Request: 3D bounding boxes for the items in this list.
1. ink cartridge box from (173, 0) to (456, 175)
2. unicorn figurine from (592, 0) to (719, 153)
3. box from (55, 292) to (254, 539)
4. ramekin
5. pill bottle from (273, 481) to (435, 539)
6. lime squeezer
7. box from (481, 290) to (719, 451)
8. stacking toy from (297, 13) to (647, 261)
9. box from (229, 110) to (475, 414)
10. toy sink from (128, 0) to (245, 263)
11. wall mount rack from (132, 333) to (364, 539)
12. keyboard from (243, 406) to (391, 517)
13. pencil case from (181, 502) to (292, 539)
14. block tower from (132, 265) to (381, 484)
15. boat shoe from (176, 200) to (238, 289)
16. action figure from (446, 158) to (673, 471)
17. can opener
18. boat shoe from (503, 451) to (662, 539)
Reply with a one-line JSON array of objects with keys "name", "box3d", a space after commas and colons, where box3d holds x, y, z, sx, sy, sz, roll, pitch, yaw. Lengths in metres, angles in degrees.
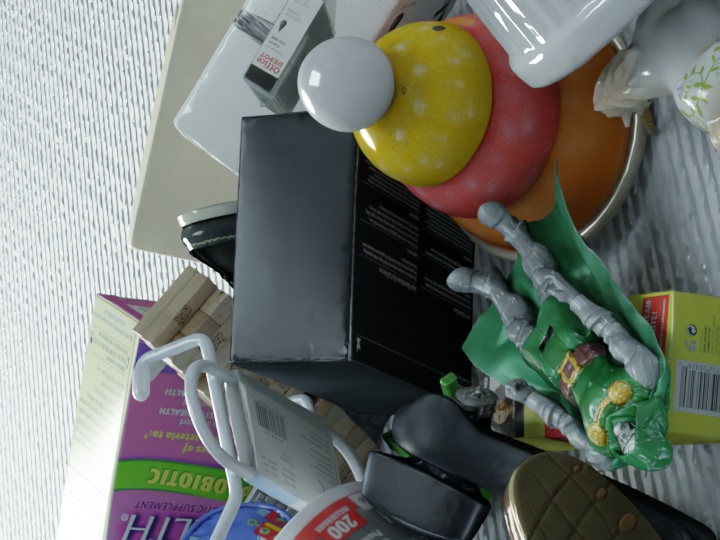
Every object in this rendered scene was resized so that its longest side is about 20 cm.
[{"name": "ink cartridge box", "box3d": [-0.007, -0.154, 1.595, 0.201, 0.083, 0.147, -57, -10, 26]}, {"name": "unicorn figurine", "box3d": [0.171, -0.112, 1.314, 0.138, 0.074, 0.200, -53, 13, 14]}, {"name": "box", "box3d": [-0.091, 0.128, 1.717, 0.097, 0.175, 0.202, -154, 73, -65]}, {"name": "ramekin", "box3d": [0.120, -0.194, 1.319, 0.203, 0.094, 0.202, -48, 8, 9]}, {"name": "pill bottle", "box3d": [0.042, 0.210, 1.402, 0.200, 0.113, 0.115, 36, 120, 32]}, {"name": "lime squeezer", "box3d": [0.054, 0.106, 1.538, 0.200, 0.037, 0.071, 122, 132, -75]}, {"name": "box", "box3d": [0.129, 0.055, 1.400, 0.200, 0.050, 0.076, -8, 75, 64]}, {"name": "stacking toy", "box3d": [0.045, -0.087, 1.418, 0.145, 0.199, 0.147, -7, 79, 40]}, {"name": "box", "box3d": [0.000, 0.000, 1.530, 0.078, 0.200, 0.142, -5, 77, 21]}, {"name": "toy sink", "box3d": [-0.070, -0.109, 1.767, 0.112, 0.129, 0.201, -100, 22, -73]}, {"name": "wall mount rack", "box3d": [-0.062, 0.135, 1.473, 0.074, 0.200, 0.175, -23, 60, 21]}, {"name": "keyboard", "box3d": [-0.040, 0.141, 1.669, 0.201, 0.056, 0.011, -58, 25, 5]}, {"name": "pencil case", "box3d": [-0.057, 0.234, 1.637, 0.087, 0.077, 0.201, -66, -27, -42]}, {"name": "block tower", "box3d": [-0.047, 0.087, 1.611, 0.058, 0.200, 0.054, -48, 25, -6]}, {"name": "boat shoe", "box3d": [-0.045, 0.001, 1.602, 0.071, 0.200, 0.068, -14, 71, 21]}, {"name": "action figure", "box3d": [0.106, 0.039, 1.339, 0.200, 0.054, 0.119, 53, 128, 52]}, {"name": "can opener", "box3d": [0.095, 0.113, 1.375, 0.199, 0.063, 0.079, 17, 101, 30]}, {"name": "boat shoe", "box3d": [0.124, 0.183, 1.289, 0.201, 0.072, 0.068, 58, 145, 16]}]
